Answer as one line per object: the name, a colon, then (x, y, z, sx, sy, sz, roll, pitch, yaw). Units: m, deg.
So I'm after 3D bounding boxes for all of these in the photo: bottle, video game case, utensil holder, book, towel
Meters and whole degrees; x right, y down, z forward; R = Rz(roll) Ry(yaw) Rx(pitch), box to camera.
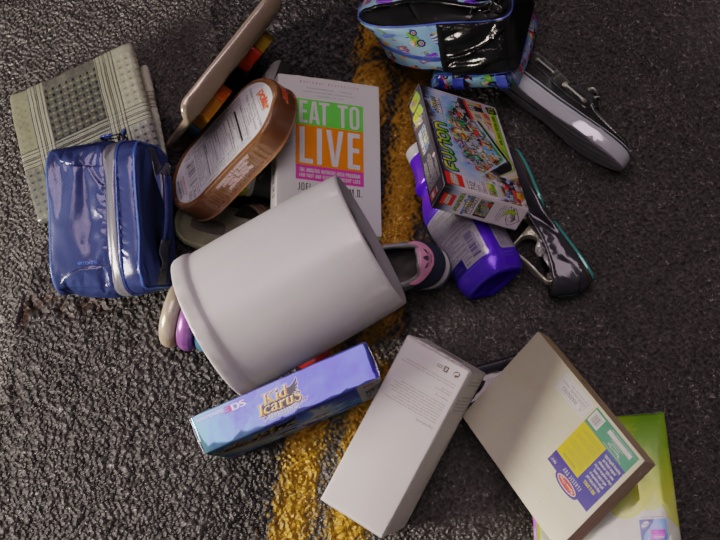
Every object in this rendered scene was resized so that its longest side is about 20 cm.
bottle: (0.116, -0.067, 1.414, 0.065, 0.084, 0.200, -7, 61, -40)
video game case: (-0.073, 0.147, 1.301, 0.199, 0.181, 0.046, -23, 78, -2)
utensil holder: (-0.073, 0.016, 1.271, 0.200, 0.170, 0.170, -28, 68, 6)
book: (-0.044, -0.135, 1.448, 0.133, 0.048, 0.201, 6, 69, -21)
towel: (-0.348, -0.176, 1.533, 0.192, 0.035, 0.201, -22, 70, 10)

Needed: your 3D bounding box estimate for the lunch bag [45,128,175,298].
lunch bag: (-0.285, -0.068, 1.413, 0.132, 0.136, 0.201, -3, 91, 8)

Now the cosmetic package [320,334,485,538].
cosmetic package: (0.049, 0.179, 1.290, 0.085, 0.108, 0.200, 29, 90, 15)

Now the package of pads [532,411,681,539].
package of pads: (0.260, 0.258, 1.281, 0.154, 0.068, 0.201, -4, 66, 5)

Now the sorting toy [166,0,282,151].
sorting toy: (-0.164, -0.232, 1.455, 0.036, 0.200, 0.185, 37, 77, -6)

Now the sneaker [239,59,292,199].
sneaker: (-0.105, -0.171, 1.496, 0.084, 0.074, 0.201, 17, 65, -13)

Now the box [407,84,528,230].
box: (0.123, -0.135, 1.395, 0.110, 0.035, 0.200, 14, 39, -20)

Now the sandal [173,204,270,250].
sandal: (-0.137, -0.047, 1.450, 0.200, 0.057, 0.080, 7, 70, 10)

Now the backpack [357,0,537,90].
backpack: (0.104, -0.310, 1.463, 0.199, 0.135, 0.183, -1, 44, 18)

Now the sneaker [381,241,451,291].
sneaker: (0.000, 0.000, 1.386, 0.199, 0.082, 0.070, -14, 76, 19)

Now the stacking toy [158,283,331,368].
stacking toy: (-0.132, 0.073, 1.401, 0.199, 0.085, 0.086, 15, 72, 5)

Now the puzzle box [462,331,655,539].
puzzle box: (0.203, 0.178, 1.257, 0.133, 0.025, 0.200, -49, 47, 16)

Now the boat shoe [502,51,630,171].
boat shoe: (0.260, -0.203, 1.452, 0.071, 0.072, 0.200, -45, 69, -6)

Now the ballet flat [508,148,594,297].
ballet flat: (0.201, -0.053, 1.407, 0.073, 0.073, 0.200, -26, 71, -3)

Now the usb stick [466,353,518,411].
usb stick: (0.133, 0.137, 1.362, 0.199, 0.033, 0.056, -16, 75, 1)

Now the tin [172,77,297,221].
tin: (-0.153, -0.144, 1.417, 0.200, 0.042, 0.112, -44, 44, 21)
